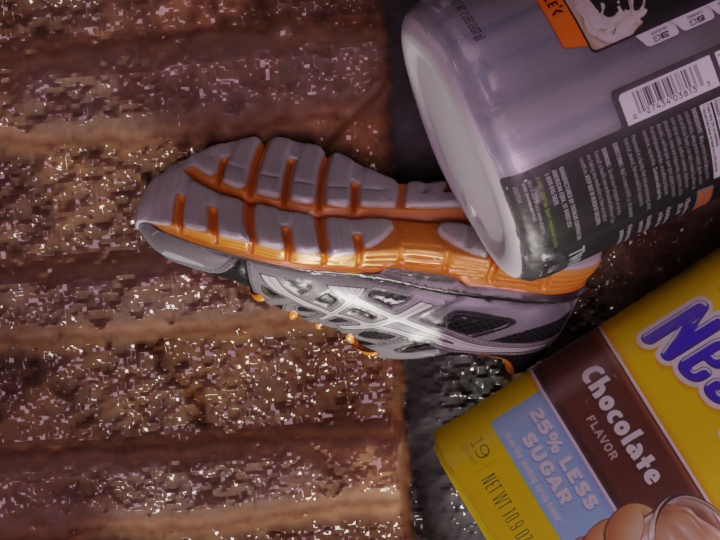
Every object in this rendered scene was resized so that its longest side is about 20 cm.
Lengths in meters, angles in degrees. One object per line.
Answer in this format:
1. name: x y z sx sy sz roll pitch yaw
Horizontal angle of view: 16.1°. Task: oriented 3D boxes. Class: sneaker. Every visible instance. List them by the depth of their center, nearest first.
1. sneaker: 0.000 0.000 1.090 0.198 0.079 0.078 11 129 0

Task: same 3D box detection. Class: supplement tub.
1. supplement tub: 0.127 -0.088 1.023 0.199 0.123 0.123 -25 111 -7

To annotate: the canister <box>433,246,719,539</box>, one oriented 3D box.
1. canister: 0.149 0.076 1.086 0.199 0.087 0.149 -33 81 4
